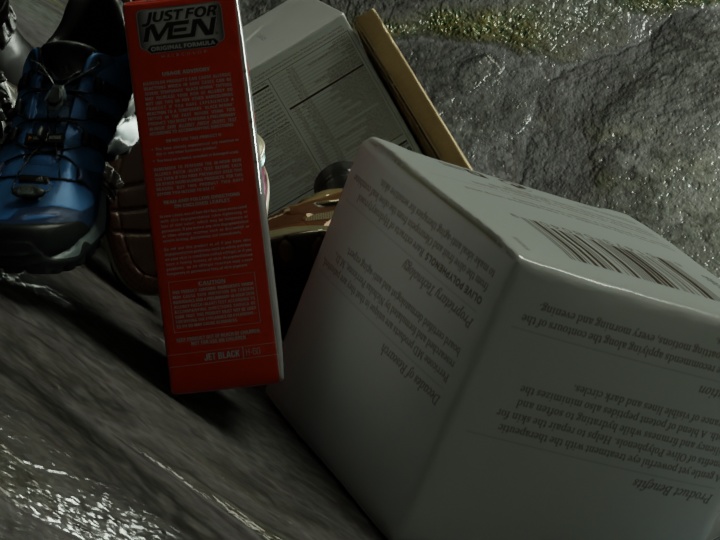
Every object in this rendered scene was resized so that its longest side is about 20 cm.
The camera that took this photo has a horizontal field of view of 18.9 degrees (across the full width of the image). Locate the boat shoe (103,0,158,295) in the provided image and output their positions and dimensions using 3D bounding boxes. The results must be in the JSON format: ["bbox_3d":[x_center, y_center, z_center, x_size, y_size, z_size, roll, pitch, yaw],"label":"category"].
[{"bbox_3d":[-0.123,-0.081,1.328,0.074,0.203,0.075,7,-11,-13],"label":"boat shoe"}]

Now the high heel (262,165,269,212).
[{"bbox_3d":[-0.099,-0.023,1.383,0.096,0.068,0.200,-8,41,-24],"label":"high heel"}]

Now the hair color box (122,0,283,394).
[{"bbox_3d":[-0.081,-0.044,1.133,0.061,0.201,0.102,-6,7,-2],"label":"hair color box"}]

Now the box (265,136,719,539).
[{"bbox_3d":[0.090,0.053,1.218,0.199,0.172,0.200,15,14,-30],"label":"box"}]

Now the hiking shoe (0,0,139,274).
[{"bbox_3d":[-0.162,-0.074,1.126,0.074,0.087,0.200,1,34,7],"label":"hiking shoe"}]

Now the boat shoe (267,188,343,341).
[{"bbox_3d":[-0.014,-0.011,1.304,0.199,0.076,0.074,-9,31,-22],"label":"boat shoe"}]

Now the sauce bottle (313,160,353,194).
[{"bbox_3d":[0.000,0.000,1.395,0.065,0.065,0.200,33,24,-29],"label":"sauce bottle"}]

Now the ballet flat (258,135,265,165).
[{"bbox_3d":[-0.147,-0.080,1.410,0.200,0.070,0.069,-3,-26,46],"label":"ballet flat"}]

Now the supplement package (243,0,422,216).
[{"bbox_3d":[-0.041,-0.085,1.662,0.200,0.147,0.191,60,-2,-15],"label":"supplement package"}]

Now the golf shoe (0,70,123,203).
[{"bbox_3d":[-0.227,-0.084,1.223,0.094,0.078,0.200,36,-7,45],"label":"golf shoe"}]

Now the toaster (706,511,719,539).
[{"bbox_3d":[0.214,0.161,1.377,0.200,0.129,0.114,-28,93,-85],"label":"toaster"}]

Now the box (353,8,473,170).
[{"bbox_3d":[0.061,-0.083,1.595,0.200,0.021,0.164,59,0,14],"label":"box"}]

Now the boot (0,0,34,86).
[{"bbox_3d":[-0.217,-0.144,1.301,0.211,0.158,0.080,28,46,-15],"label":"boot"}]
